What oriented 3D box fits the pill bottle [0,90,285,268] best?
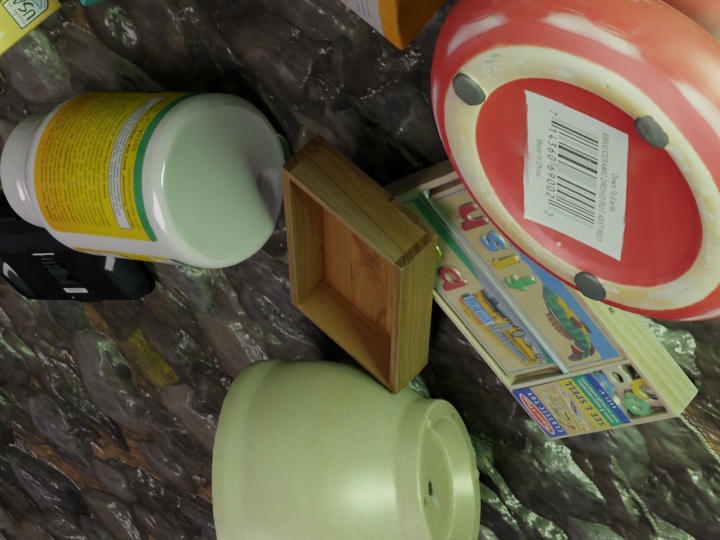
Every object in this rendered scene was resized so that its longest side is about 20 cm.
[{"bbox_3d":[-0.151,-0.064,1.310,0.200,0.113,0.113,6,134,48],"label":"pill bottle"}]

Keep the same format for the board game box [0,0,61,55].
[{"bbox_3d":[-0.321,-0.170,1.288,0.153,0.200,0.040,51,165,-15],"label":"board game box"}]

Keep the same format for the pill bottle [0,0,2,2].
[{"bbox_3d":[-0.244,-0.215,1.185,0.104,0.104,0.200,45,133,-3],"label":"pill bottle"}]

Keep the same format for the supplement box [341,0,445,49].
[{"bbox_3d":[-0.034,-0.209,0.972,0.200,0.074,0.126,40,178,5],"label":"supplement box"}]

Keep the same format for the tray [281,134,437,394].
[{"bbox_3d":[0.000,0.000,1.245,0.099,0.037,0.200,41,161,17],"label":"tray"}]

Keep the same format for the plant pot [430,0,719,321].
[{"bbox_3d":[0.147,-0.090,0.843,0.200,0.183,0.200,29,148,20],"label":"plant pot"}]

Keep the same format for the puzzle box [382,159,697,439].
[{"bbox_3d":[0.099,0.017,1.195,0.200,0.025,0.133,50,151,-12],"label":"puzzle box"}]

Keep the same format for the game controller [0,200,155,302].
[{"bbox_3d":[-0.243,-0.015,1.574,0.104,0.042,0.200,43,155,-30],"label":"game controller"}]

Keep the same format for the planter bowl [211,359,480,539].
[{"bbox_3d":[0.002,0.153,1.353,0.135,0.200,0.200,-8,128,21],"label":"planter bowl"}]

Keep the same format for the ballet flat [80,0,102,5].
[{"bbox_3d":[-0.132,-0.211,1.146,0.074,0.074,0.200,52,146,-15],"label":"ballet flat"}]
